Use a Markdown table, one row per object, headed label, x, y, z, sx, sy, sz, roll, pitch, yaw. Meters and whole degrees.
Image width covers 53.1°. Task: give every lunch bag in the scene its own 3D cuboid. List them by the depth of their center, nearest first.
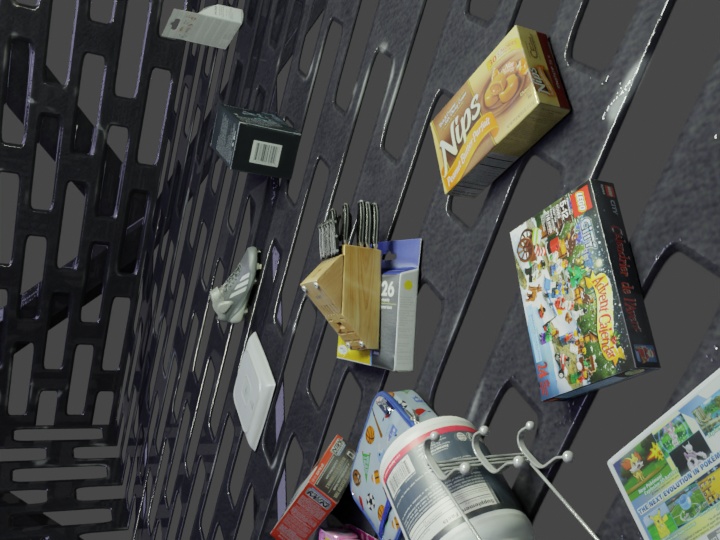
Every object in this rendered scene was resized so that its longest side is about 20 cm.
| label | x | y | z | sx | sy | sz | roll | pitch | yaw |
| --- | --- | --- | --- | --- | --- | --- | --- | --- | --- |
| lunch bag | 0.058 | 0.280 | 1.032 | 0.160 | 0.074 | 0.204 | 44 | 125 | 54 |

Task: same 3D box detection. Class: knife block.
| label | x | y | z | sx | sy | sz | roll | pitch | yaw |
| --- | --- | --- | --- | --- | --- | --- | --- | --- | --- |
| knife block | 0.000 | 0.000 | 1.138 | 0.201 | 0.175 | 0.064 | 52 | 154 | -13 |

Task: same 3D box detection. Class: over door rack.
| label | x | y | z | sx | sy | sz | roll | pitch | yaw |
| --- | --- | --- | --- | --- | --- | --- | --- | --- | --- |
| over door rack | 0.168 | 0.239 | 0.746 | 0.201 | 0.145 | 0.068 | -118 | 37 | -47 |

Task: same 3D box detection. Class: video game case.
| label | x | y | z | sx | sy | sz | roll | pitch | yaw |
| --- | --- | --- | --- | --- | --- | --- | --- | --- | --- |
| video game case | 0.312 | 0.195 | 0.604 | 0.201 | 0.022 | 0.184 | -60 | 36 | 41 |

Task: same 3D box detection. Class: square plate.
| label | x | y | z | sx | sy | sz | roll | pitch | yaw |
| --- | --- | --- | --- | --- | --- | --- | --- | --- | --- |
| square plate | -0.258 | 0.282 | 1.697 | 0.199 | 0.028 | 0.203 | 57 | 135 | 51 |

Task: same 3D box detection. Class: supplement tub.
| label | x | y | z | sx | sy | sz | roll | pitch | yaw |
| --- | --- | --- | --- | --- | --- | --- | --- | --- | --- |
| supplement tub | 0.115 | 0.288 | 0.842 | 0.142 | 0.138 | 0.201 | -66 | 34 | 31 |

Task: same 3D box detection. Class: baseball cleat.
| label | x | y | z | sx | sy | sz | roll | pitch | yaw |
| --- | --- | --- | --- | --- | --- | --- | --- | --- | --- |
| baseball cleat | -0.309 | 0.035 | 1.756 | 0.070 | 0.104 | 0.204 | -139 | 60 | -63 |

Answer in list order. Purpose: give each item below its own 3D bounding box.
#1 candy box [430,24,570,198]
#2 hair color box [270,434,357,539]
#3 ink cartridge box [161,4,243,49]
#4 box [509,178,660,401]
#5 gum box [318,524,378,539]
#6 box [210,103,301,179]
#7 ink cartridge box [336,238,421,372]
| label | x | y | z | sx | sy | sz | roll | pitch | yaw |
| --- | --- | --- | --- | --- | --- | --- | --- | --- | --- |
| candy box | 0.169 | -0.194 | 0.916 | 0.200 | 0.054 | 0.118 | -45 | 47 | 52 |
| hair color box | -0.076 | 0.383 | 1.228 | 0.201 | 0.063 | 0.111 | -58 | -4 | 40 |
| ink cartridge box | -0.455 | -0.712 | 2.074 | 0.162 | 0.196 | 0.058 | -23 | 62 | 59 |
| box | 0.232 | 0.025 | 0.773 | 0.136 | 0.037 | 0.204 | -40 | 51 | 54 |
| gum box | -0.005 | 0.480 | 1.124 | 0.199 | 0.065 | 0.116 | -7 | 80 | 63 |
| box | -0.241 | -0.294 | 1.638 | 0.200 | 0.146 | 0.109 | 43 | 122 | 56 |
| ink cartridge box | 0.026 | 0.052 | 1.167 | 0.197 | 0.046 | 0.205 | -2 | 86 | 63 |
